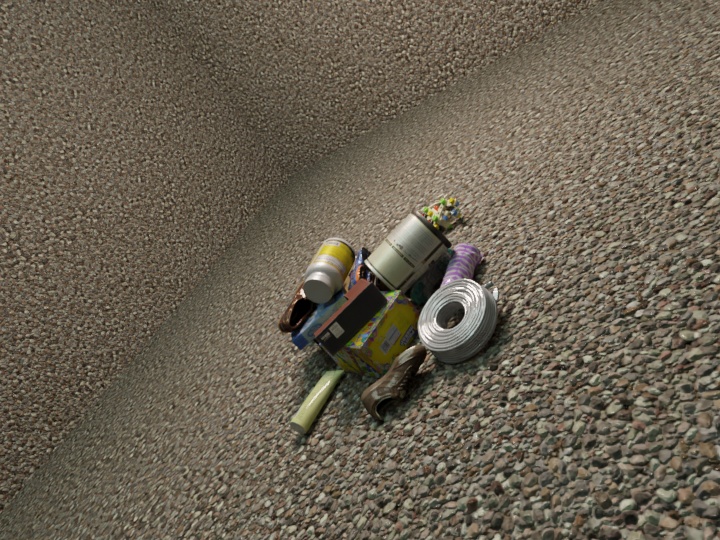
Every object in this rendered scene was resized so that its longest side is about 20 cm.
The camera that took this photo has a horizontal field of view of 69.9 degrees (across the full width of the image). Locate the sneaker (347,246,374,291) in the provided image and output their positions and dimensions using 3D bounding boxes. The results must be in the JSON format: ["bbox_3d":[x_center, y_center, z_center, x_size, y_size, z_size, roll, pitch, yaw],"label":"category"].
[{"bbox_3d":[0.000,0.000,1.509,0.078,0.075,0.200,-41,15,29],"label":"sneaker"}]

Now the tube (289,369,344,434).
[{"bbox_3d":[-0.114,0.343,1.380,0.058,0.052,0.200,21,48,16],"label":"tube"}]

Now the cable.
[{"bbox_3d":[0.226,0.116,1.206,0.200,0.069,0.200,-25,40,34],"label":"cable"}]

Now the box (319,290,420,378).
[{"bbox_3d":[0.030,0.166,1.382,0.192,0.122,0.200,-5,41,54],"label":"box"}]

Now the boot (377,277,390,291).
[{"bbox_3d":[0.137,-0.003,1.596,0.200,0.076,0.074,-42,21,-9],"label":"boot"}]

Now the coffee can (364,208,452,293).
[{"bbox_3d":[0.130,-0.048,1.415,0.200,0.146,0.146,-46,22,6],"label":"coffee can"}]

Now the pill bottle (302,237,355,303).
[{"bbox_3d":[-0.092,0.001,1.486,0.112,0.113,0.200,-24,24,32],"label":"pill bottle"}]

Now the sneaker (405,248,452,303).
[{"bbox_3d":[0.193,0.009,1.493,0.200,0.078,0.091,-45,19,-18],"label":"sneaker"}]

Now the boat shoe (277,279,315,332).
[{"bbox_3d":[-0.163,0.095,1.488,0.070,0.070,0.200,-29,29,56],"label":"boat shoe"}]

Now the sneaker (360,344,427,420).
[{"bbox_3d":[0.092,0.263,1.195,0.200,0.070,0.076,-46,48,7],"label":"sneaker"}]

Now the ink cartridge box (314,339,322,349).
[{"bbox_3d":[-0.069,0.155,1.587,0.200,0.095,0.037,-35,22,10],"label":"ink cartridge box"}]

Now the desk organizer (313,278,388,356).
[{"bbox_3d":[-0.033,0.116,1.324,0.200,0.072,0.077,-44,20,-9],"label":"desk organizer"}]

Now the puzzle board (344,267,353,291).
[{"bbox_3d":[-0.034,0.056,1.743,0.200,0.017,0.151,-62,20,-11],"label":"puzzle board"}]

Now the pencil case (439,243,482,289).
[{"bbox_3d":[0.266,0.013,1.363,0.085,0.084,0.200,13,47,13],"label":"pencil case"}]

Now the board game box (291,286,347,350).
[{"bbox_3d":[-0.122,0.122,1.525,0.199,0.043,0.200,-41,17,1],"label":"board game box"}]

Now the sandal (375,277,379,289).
[{"bbox_3d":[0.051,0.038,1.675,0.050,0.083,0.203,6,25,-4],"label":"sandal"}]

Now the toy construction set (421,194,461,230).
[{"bbox_3d":[0.270,-0.202,1.736,0.131,0.092,0.200,-60,10,15],"label":"toy construction set"}]
